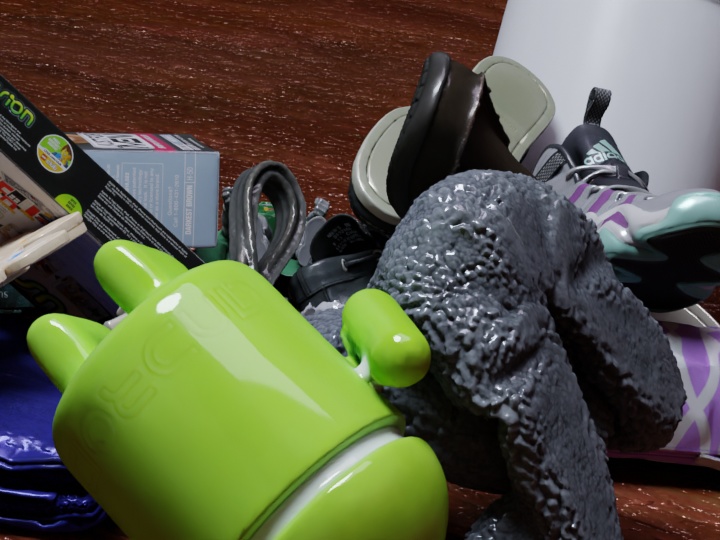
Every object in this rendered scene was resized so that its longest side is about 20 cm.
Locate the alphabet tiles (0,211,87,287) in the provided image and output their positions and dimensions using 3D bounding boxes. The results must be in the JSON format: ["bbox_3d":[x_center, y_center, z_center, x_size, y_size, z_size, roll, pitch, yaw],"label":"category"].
[{"bbox_3d":[-0.227,0.028,1.260,0.200,0.015,0.195,-35,11,-35],"label":"alphabet tiles"}]

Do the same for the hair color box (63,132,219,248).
[{"bbox_3d":[-0.190,-0.049,1.529,0.198,0.061,0.099,0,9,-14],"label":"hair color box"}]

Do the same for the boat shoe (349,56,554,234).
[{"bbox_3d":[0.041,-0.056,1.426,0.074,0.066,0.199,40,36,1],"label":"boat shoe"}]

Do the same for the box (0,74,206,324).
[{"bbox_3d":[-0.168,-0.029,1.350,0.110,0.200,0.035,-23,28,55],"label":"box"}]

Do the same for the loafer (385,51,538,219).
[{"bbox_3d":[0.061,-0.040,1.255,0.071,0.073,0.200,14,-21,15],"label":"loafer"}]

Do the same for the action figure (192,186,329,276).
[{"bbox_3d":[-0.056,-0.024,1.649,0.117,0.055,0.200,6,4,-7],"label":"action figure"}]

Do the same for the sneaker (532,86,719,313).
[{"bbox_3d":[0.135,-0.041,1.378,0.077,0.141,0.200,19,-29,-25],"label":"sneaker"}]

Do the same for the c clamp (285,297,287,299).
[{"bbox_3d":[-0.052,0.041,1.466,0.170,0.027,0.199,-9,21,-44],"label":"c clamp"}]

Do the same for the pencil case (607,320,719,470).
[{"bbox_3d":[0.127,0.068,1.340,0.198,0.086,0.084,4,-23,-5],"label":"pencil case"}]

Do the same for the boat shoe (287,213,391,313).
[{"bbox_3d":[-0.002,0.001,1.437,0.074,0.066,0.199,-31,5,22],"label":"boat shoe"}]

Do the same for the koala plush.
[{"bbox_3d":[0.017,0.056,1.192,0.199,0.184,0.178,-17,24,32],"label":"koala plush"}]

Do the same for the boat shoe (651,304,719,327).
[{"bbox_3d":[0.136,0.036,1.468,0.199,0.073,0.063,14,-7,37],"label":"boat shoe"}]

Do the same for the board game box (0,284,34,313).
[{"bbox_3d":[-0.225,-0.005,1.529,0.134,0.028,0.200,-1,9,-27],"label":"board game box"}]

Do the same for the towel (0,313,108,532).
[{"bbox_3d":[-0.169,0.075,1.262,0.147,0.050,0.200,14,15,4],"label":"towel"}]

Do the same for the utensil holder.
[{"bbox_3d":[0.149,-0.081,1.572,0.169,0.201,0.170,17,-10,3],"label":"utensil holder"}]

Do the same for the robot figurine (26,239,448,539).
[{"bbox_3d":[-0.047,0.077,1.060,0.200,0.176,0.116,44,4,16],"label":"robot figurine"}]

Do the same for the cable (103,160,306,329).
[{"bbox_3d":[-0.057,0.015,1.305,0.050,0.097,0.200,-32,13,41],"label":"cable"}]
